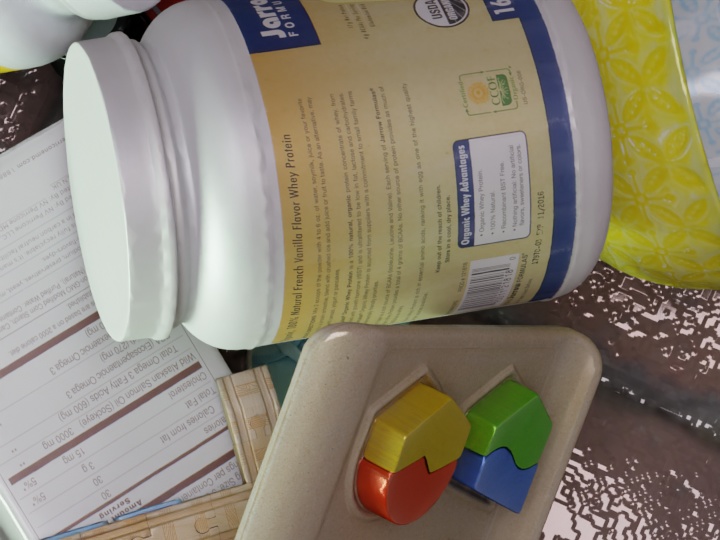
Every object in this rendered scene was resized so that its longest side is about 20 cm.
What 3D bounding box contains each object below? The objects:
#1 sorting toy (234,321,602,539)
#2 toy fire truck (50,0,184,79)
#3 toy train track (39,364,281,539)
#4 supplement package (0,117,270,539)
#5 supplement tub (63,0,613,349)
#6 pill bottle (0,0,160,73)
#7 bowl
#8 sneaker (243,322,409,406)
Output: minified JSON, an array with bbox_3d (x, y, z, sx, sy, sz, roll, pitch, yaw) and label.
[{"bbox_3d":[0.022,0.111,1.160,0.036,0.200,0.185,27,103,34],"label":"sorting toy"},{"bbox_3d":[-0.028,-0.106,1.269,0.200,0.129,0.176,-34,59,-8],"label":"toy fire truck"},{"bbox_3d":[-0.071,0.108,1.146,0.200,0.033,0.115,-15,91,-18],"label":"toy train track"},{"bbox_3d":[-0.131,0.051,1.213,0.117,0.117,0.200,-32,94,-17],"label":"supplement package"},{"bbox_3d":[-0.012,-0.046,1.125,0.200,0.144,0.145,-9,86,-15],"label":"supplement tub"},{"bbox_3d":[-0.185,-0.141,1.231,0.200,0.112,0.112,-6,86,30],"label":"pill bottle"},{"bbox_3d":[0.110,-0.080,1.258,0.107,0.200,0.201,-12,86,15],"label":"bowl"},{"bbox_3d":[0.000,0.000,1.303,0.074,0.082,0.200,26,87,4],"label":"sneaker"}]
